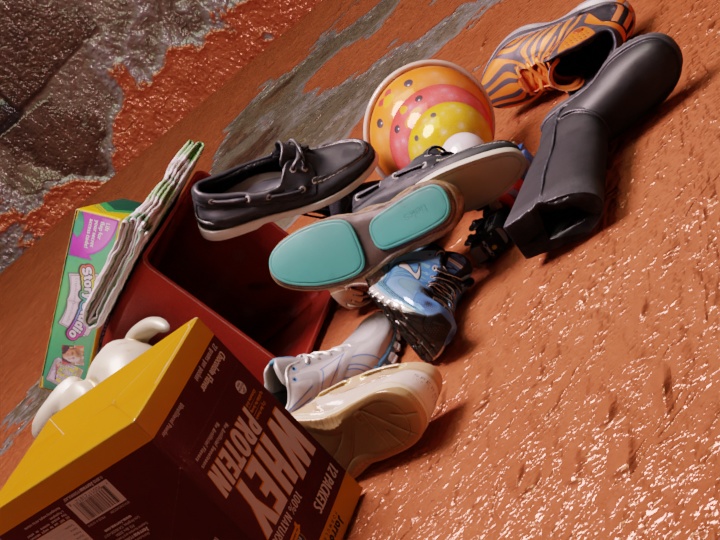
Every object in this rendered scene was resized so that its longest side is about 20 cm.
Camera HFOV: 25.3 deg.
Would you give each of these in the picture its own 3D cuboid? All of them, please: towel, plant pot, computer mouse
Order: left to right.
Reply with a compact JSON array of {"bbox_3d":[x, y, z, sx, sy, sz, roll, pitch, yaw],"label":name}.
[{"bbox_3d":[-0.228,-0.042,1.670,0.150,0.031,0.200,-57,6,31],"label":"towel"},{"bbox_3d":[-0.166,0.052,1.721,0.176,0.199,0.200,-48,10,33],"label":"plant pot"},{"bbox_3d":[0.016,-0.069,1.692,0.200,0.138,0.053,10,81,60],"label":"computer mouse"}]

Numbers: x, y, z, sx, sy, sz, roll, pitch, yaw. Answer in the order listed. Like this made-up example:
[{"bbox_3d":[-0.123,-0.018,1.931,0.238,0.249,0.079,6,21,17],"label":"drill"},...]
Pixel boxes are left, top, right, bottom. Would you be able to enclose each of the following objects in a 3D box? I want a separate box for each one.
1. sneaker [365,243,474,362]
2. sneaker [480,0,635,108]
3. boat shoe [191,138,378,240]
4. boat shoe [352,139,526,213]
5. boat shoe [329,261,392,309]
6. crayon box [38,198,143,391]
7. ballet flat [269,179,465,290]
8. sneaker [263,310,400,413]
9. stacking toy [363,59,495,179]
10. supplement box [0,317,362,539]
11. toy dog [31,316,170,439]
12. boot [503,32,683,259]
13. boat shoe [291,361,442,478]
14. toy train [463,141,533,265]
[{"bbox_3d":[0.059,0.014,1.445,0.090,0.079,0.200,-38,16,4],"label":"sneaker"},{"bbox_3d":[0.198,-0.218,1.704,0.199,0.078,0.112,-32,18,35],"label":"sneaker"},{"bbox_3d":[-0.081,-0.099,1.638,0.198,0.066,0.075,-19,37,4],"label":"boat shoe"},{"bbox_3d":[0.068,-0.084,1.520,0.199,0.074,0.066,-32,48,33],"label":"boat shoe"},{"bbox_3d":[0.000,0.000,1.643,0.075,0.072,0.200,-15,14,-20],"label":"boat shoe"},{"bbox_3d":[-0.287,0.027,1.784,0.173,0.058,0.202,-33,-44,-79],"label":"crayon box"},{"bbox_3d":[0.012,-0.030,1.486,0.199,0.068,0.072,-25,-12,21],"label":"ballet flat"},{"bbox_3d":[-0.038,0.097,1.449,0.075,0.087,0.200,-24,23,53],"label":"sneaker"},{"bbox_3d":[0.091,-0.132,1.629,0.146,0.146,0.200,-43,18,0],"label":"stacking toy"},{"bbox_3d":[-0.146,0.185,1.266,0.197,0.200,0.133,-33,18,33],"label":"supplement box"},{"bbox_3d":[-0.200,0.164,1.574,0.195,0.139,0.200,-57,40,5],"label":"toy dog"},{"bbox_3d":[0.209,-0.112,1.416,0.165,0.066,0.200,-42,10,34],"label":"boot"},{"bbox_3d":[-0.005,0.127,1.331,0.199,0.074,0.069,-23,16,44],"label":"boat shoe"},{"bbox_3d":[0.139,-0.071,1.547,0.046,0.034,0.200,-30,20,29],"label":"toy train"}]
